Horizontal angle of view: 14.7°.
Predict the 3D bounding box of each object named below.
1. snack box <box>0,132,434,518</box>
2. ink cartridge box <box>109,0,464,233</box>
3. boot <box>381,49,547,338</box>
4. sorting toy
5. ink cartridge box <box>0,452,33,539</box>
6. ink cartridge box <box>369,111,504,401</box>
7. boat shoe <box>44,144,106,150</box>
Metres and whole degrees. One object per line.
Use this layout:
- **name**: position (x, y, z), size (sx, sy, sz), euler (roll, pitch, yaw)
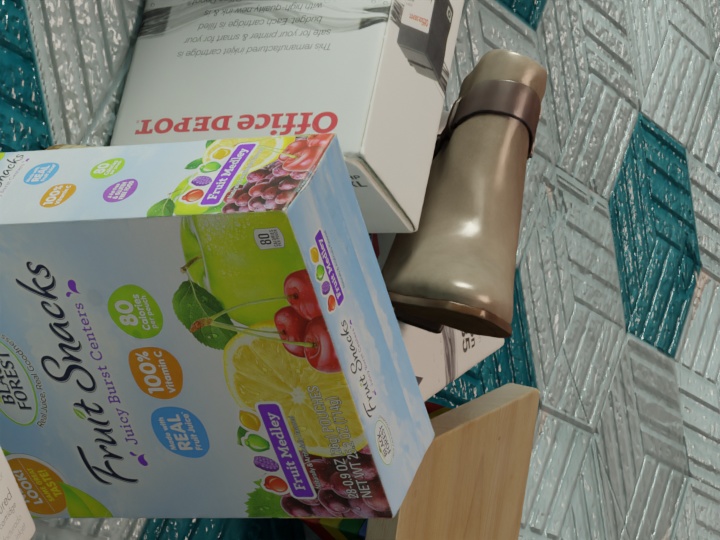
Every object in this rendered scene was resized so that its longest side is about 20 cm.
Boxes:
- **snack box**: position (-0.087, 0.029, 1.238), size (0.068, 0.200, 0.169), euler (-59, 138, -48)
- **ink cartridge box**: position (-0.031, -0.122, 1.421), size (0.084, 0.145, 0.200), euler (50, 46, -53)
- **boot**: position (0.059, -0.042, 1.430), size (0.200, 0.070, 0.146), euler (174, -64, -81)
- **sorting toy**: position (0.022, 0.171, 1.569), size (0.199, 0.070, 0.200), euler (-17, 118, -65)
- **ink cartridge box**: position (-0.213, 0.064, 1.112), size (0.117, 0.067, 0.200), euler (-60, 140, -46)
- **ink cartridge box**: position (0.000, 0.000, 1.548), size (0.200, 0.083, 0.147), euler (-31, 116, -60)
- **boat shoe**: position (-0.100, 0.025, 1.363), size (0.071, 0.064, 0.200), euler (-65, 143, -42)
